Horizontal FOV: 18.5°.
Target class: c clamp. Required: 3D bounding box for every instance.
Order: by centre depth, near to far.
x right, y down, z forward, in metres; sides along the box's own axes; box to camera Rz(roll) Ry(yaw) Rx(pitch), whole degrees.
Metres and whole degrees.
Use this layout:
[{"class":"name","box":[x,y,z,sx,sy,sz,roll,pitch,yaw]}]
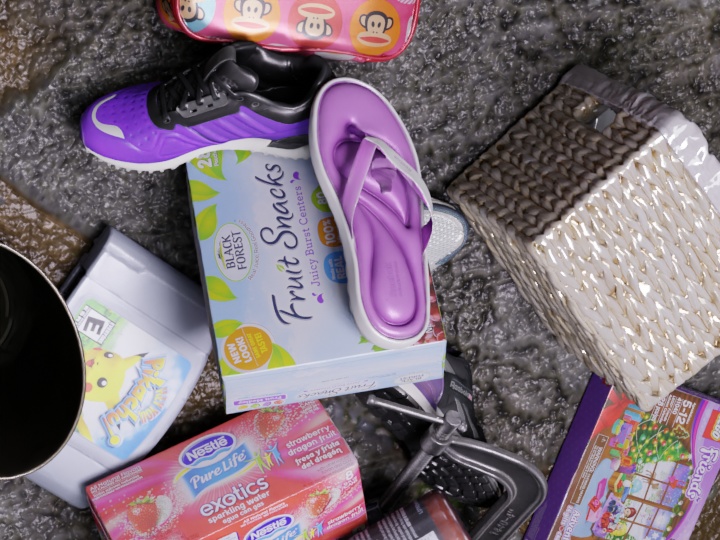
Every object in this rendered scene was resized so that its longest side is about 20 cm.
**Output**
[{"class":"c clamp","box":[0.060,0.173,1.797,0.170,0.027,0.200,16,140,-8]}]

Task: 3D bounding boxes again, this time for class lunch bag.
[{"class":"lunch bag","box":[-0.048,-0.252,1.661,0.199,0.082,0.177,5,98,-21]}]

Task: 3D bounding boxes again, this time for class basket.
[{"class":"basket","box":[-0.288,0.036,1.578,0.136,0.200,0.181,-26,112,-12]},{"class":"basket","box":[0.203,-0.029,1.757,0.161,0.198,0.200,-39,116,-5]}]

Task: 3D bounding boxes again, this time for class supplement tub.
[{"class":"supplement tub","box":[0.004,0.264,1.734,0.200,0.107,0.107,-31,114,0]}]

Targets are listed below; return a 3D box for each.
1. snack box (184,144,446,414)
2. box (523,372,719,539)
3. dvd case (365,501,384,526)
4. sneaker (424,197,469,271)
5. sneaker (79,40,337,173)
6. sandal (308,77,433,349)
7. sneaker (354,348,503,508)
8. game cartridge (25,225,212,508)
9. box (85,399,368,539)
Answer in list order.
[{"class":"snack box","box":[-0.036,-0.005,1.656,0.168,0.201,0.068,-8,150,-5]},{"class":"box","box":[0.232,0.189,1.917,0.136,0.039,0.201,19,98,-26]},{"class":"dvd case","box":[-0.054,0.291,1.798,0.199,0.025,0.151,-19,95,-1]},{"class":"sneaker","box":[0.000,0.000,1.745,0.199,0.086,0.078,-17,112,-16]},{"class":"sneaker","box":[-0.110,-0.131,1.633,0.199,0.070,0.100,-5,150,-5]},{"class":"sandal","box":[0.019,-0.046,1.586,0.082,0.050,0.203,-8,79,-28]},{"class":"sneaker","box":[0.076,0.114,1.816,0.200,0.076,0.088,54,53,-39]},{"class":"game cartridge","box":[-0.200,0.081,1.719,0.133,0.040,0.200,34,91,-30]},{"class":"box","box":[-0.102,0.188,1.737,0.199,0.096,0.100,-25,141,-13]}]
